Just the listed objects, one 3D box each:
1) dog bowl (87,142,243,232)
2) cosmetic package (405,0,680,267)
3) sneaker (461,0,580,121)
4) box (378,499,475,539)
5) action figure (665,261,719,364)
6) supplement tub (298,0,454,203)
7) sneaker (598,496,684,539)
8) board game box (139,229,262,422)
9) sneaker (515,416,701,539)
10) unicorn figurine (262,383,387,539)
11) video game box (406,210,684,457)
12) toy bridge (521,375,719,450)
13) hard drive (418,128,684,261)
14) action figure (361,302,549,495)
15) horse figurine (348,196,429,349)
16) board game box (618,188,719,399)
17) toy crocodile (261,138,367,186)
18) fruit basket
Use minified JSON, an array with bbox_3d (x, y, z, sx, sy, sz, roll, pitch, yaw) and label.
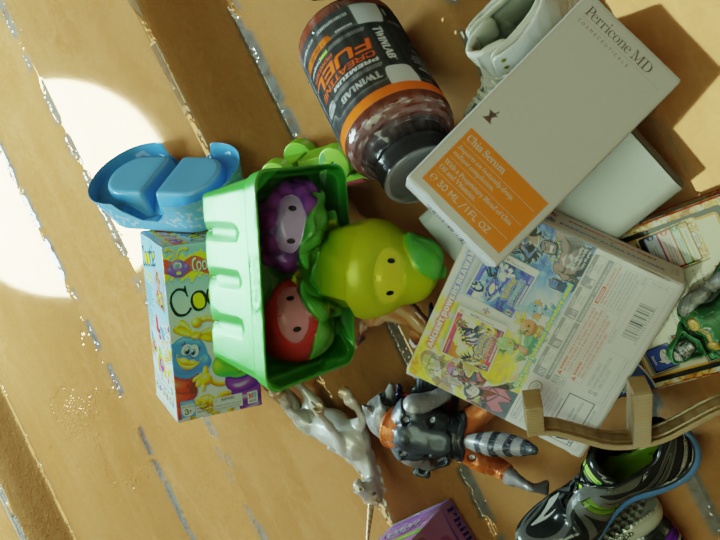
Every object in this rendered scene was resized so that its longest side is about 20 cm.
[{"bbox_3d":[-0.218,-0.094,1.022,0.200,0.112,0.050,4,137,29],"label":"dog bowl"},{"bbox_3d":[0.140,-0.107,0.707,0.101,0.071,0.200,44,92,1],"label":"cosmetic package"},{"bbox_3d":[0.117,-0.169,0.795,0.200,0.116,0.074,-54,49,25],"label":"sneaker"},{"bbox_3d":[0.067,0.371,0.926,0.097,0.200,0.176,-35,84,31],"label":"box"},{"bbox_3d":[0.327,0.013,0.719,0.118,0.055,0.200,46,120,7],"label":"action figure"},{"bbox_3d":[0.020,-0.157,0.825,0.107,0.107,0.200,-48,50,30],"label":"supplement tub"},{"bbox_3d":[0.242,0.313,0.888,0.200,0.070,0.100,-41,87,33],"label":"sneaker"},{"bbox_3d":[-0.182,0.055,1.019,0.105,0.103,0.200,24,120,61],"label":"board game box"},{"bbox_3d":[0.223,0.202,0.842,0.200,0.071,0.083,-40,123,17],"label":"sneaker"},{"bbox_3d":[-0.030,0.182,0.991,0.200,0.074,0.137,43,161,50],"label":"unicorn figurine"},{"bbox_3d":[0.159,0.048,0.800,0.182,0.047,0.200,25,119,6],"label":"video game box"},{"bbox_3d":[0.243,0.124,0.773,0.200,0.027,0.067,-8,122,4],"label":"toy bridge"},{"bbox_3d":[0.165,-0.061,0.798,0.132,0.027,0.200,49,119,2],"label":"hard drive"},{"bbox_3d":[0.093,0.140,0.911,0.193,0.105,0.200,0,104,20],"label":"action figure"},{"bbox_3d":[0.000,0.000,0.926,0.133,0.050,0.200,-29,80,58],"label":"horse figurine"},{"bbox_3d":[0.277,0.025,0.805,0.200,0.046,0.152,-21,92,32],"label":"board game box"},{"bbox_3d":[-0.036,-0.108,0.937,0.200,0.068,0.062,-9,117,33],"label":"toy crocodile"},{"bbox_3d":[-0.033,0.002,0.827,0.215,0.155,0.216,7,102,35],"label":"fruit basket"}]
